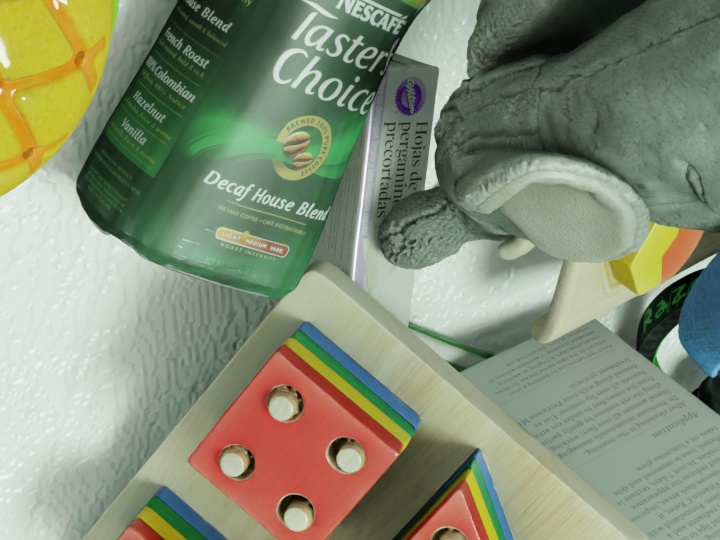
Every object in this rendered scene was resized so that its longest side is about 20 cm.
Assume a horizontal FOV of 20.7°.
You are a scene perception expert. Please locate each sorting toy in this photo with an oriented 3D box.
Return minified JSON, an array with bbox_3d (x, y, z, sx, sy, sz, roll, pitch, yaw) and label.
[{"bbox_3d":[-0.010,0.137,0.888,0.199,0.070,0.200,41,112,0],"label":"sorting toy"},{"bbox_3d":[0.175,-0.060,0.953,0.185,0.036,0.201,-25,146,-36],"label":"sorting toy"}]

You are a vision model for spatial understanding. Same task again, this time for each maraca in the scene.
[{"bbox_3d":[-0.146,-0.107,0.739,0.137,0.107,0.201,20,104,-46],"label":"maraca"}]

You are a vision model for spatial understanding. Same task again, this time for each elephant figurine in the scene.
[{"bbox_3d":[0.088,-0.054,0.792,0.199,0.142,0.156,-3,113,11],"label":"elephant figurine"}]

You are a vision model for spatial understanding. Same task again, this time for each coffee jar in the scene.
[{"bbox_3d":[-0.034,-0.095,0.833,0.104,0.085,0.201,16,106,-38],"label":"coffee jar"}]

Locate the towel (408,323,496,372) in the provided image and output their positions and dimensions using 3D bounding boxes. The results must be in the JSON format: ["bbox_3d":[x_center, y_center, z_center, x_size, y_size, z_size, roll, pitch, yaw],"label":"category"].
[{"bbox_3d":[-0.018,0.115,1.005,0.152,0.023,0.201,20,104,-40],"label":"towel"}]

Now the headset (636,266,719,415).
[{"bbox_3d":[0.239,0.062,1.092,0.123,0.094,0.200,-32,119,33],"label":"headset"}]

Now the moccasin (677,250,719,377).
[{"bbox_3d":[0.238,-0.028,0.978,0.068,0.081,0.200,23,117,-44],"label":"moccasin"}]

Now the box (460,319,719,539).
[{"bbox_3d":[0.133,0.147,0.987,0.106,0.200,0.153,-23,135,-31],"label":"box"}]

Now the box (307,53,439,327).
[{"bbox_3d":[0.000,0.000,0.916,0.039,0.041,0.201,-4,107,-36],"label":"box"}]
